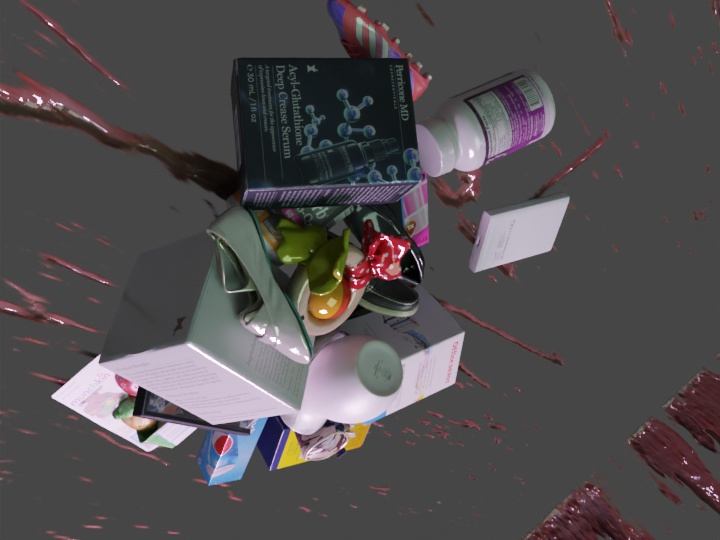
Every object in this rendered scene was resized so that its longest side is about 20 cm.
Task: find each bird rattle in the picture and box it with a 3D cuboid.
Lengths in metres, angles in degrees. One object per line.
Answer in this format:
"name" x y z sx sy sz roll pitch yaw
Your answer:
"bird rattle" -0.035 0.006 0.844 0.200 0.113 0.163 4 115 -61

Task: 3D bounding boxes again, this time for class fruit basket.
"fruit basket" -0.306 0.175 0.968 0.185 0.094 0.200 -40 137 -1

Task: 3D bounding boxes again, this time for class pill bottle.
"pill bottle" 0.178 -0.214 0.977 0.200 0.112 0.112 -26 138 -16
"pill bottle" -0.069 -0.106 0.878 0.200 0.116 0.116 -38 140 -3

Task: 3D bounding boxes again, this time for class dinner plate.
"dinner plate" -0.104 0.149 0.969 0.200 0.024 0.200 -48 -179 1

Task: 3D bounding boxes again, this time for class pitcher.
"pitcher" -0.022 0.146 0.976 0.121 0.172 0.200 32 144 -21

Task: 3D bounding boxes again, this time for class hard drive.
"hard drive" 0.305 -0.075 1.272 0.200 0.027 0.132 -14 133 -27

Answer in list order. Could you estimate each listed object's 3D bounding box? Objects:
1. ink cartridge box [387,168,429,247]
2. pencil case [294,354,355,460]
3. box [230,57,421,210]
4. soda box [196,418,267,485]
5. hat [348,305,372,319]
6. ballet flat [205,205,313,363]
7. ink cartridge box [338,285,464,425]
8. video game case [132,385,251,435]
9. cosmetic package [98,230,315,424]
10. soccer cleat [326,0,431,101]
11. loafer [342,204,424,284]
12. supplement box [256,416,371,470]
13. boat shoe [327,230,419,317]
"ink cartridge box" 0.063 -0.076 1.075 0.095 0.037 0.200 -26 140 -17
"pencil case" -0.082 0.218 1.105 0.089 0.200 0.078 -16 139 -15
"box" -0.044 -0.156 0.769 0.200 0.149 0.107 -5 174 -14
"soda box" -0.221 0.281 1.152 0.068 0.064 0.200 1 124 -39
"hat" -0.049 0.043 1.049 0.200 0.081 0.201 -18 179 0
"ballet flat" -0.122 0.026 0.758 0.069 0.069 0.200 -25 95 -18
"ink cartridge box" 0.061 0.147 1.188 0.200 0.145 0.147 -19 136 -24
"video game case" -0.223 0.135 0.955 0.200 0.025 0.181 29 61 -49
"cosmetic package" -0.183 0.078 0.847 0.167 0.167 0.200 -14 140 32
"soccer cleat" 0.016 -0.270 0.840 0.076 0.067 0.200 -47 143 14
"loafer" 0.040 -0.046 1.005 0.068 0.070 0.201 -35 133 15
"supplement box" -0.088 0.268 1.209 0.200 0.109 0.110 -5 129 -36
"boat shoe" 0.000 0.000 0.978 0.072 0.200 0.065 -42 158 -52
